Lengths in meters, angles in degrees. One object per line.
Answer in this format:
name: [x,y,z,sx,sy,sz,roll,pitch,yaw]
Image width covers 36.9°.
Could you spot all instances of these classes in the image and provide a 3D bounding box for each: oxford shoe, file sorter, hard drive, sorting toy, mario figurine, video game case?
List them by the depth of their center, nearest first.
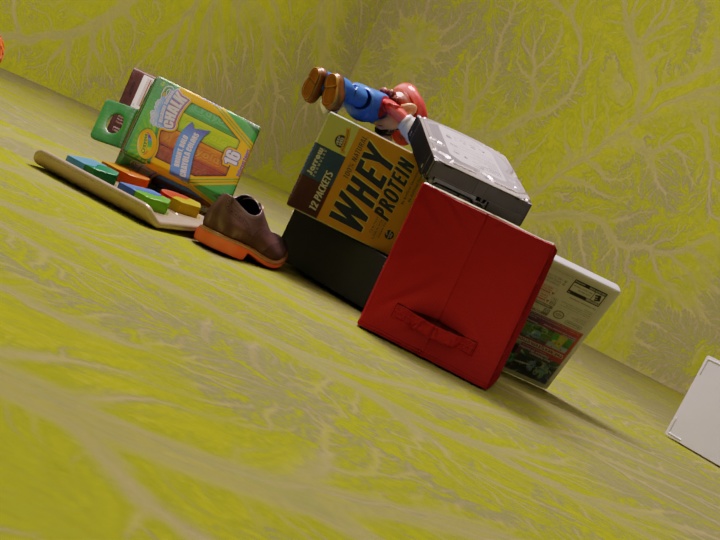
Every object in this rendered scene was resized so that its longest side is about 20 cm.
sorting toy: [-0.273,-0.096,1.317,0.184,0.037,0.200,27,4,19]
oxford shoe: [-0.132,-0.051,1.346,0.071,0.073,0.200,26,4,18]
hard drive: [0.136,-0.133,1.378,0.139,0.038,0.200,24,21,-12]
video game case: [0.213,0.053,1.432,0.199,0.183,0.023,24,28,-15]
mario figurine: [0.013,-0.218,1.530,0.199,0.106,0.124,11,47,-39]
file sorter: [0.596,0.244,1.622,0.124,0.139,0.200,26,3,-35]

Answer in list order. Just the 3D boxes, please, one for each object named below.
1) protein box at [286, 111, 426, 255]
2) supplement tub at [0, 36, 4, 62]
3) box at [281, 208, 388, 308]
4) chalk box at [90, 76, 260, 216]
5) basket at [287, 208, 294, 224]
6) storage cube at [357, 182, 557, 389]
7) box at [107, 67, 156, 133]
protein box: [0.016,-0.110,1.486,0.199,0.136,0.199,26,4,-5]
supplement tub: [-0.775,-0.443,2.060,0.122,0.123,0.200,26,4,12]
box: [0.000,0.000,1.478,0.199,0.079,0.141,29,2,40]
chalk box: [-0.258,-0.167,1.451,0.199,0.126,0.124,24,-22,-15]
basket: [-0.009,-0.077,1.824,0.197,0.162,0.200,24,5,-19]
storage cube: [0.120,0.017,1.281,0.170,0.181,0.200,26,5,11]
box: [-0.450,-0.338,2.415,0.165,0.165,0.200,24,4,-4]
